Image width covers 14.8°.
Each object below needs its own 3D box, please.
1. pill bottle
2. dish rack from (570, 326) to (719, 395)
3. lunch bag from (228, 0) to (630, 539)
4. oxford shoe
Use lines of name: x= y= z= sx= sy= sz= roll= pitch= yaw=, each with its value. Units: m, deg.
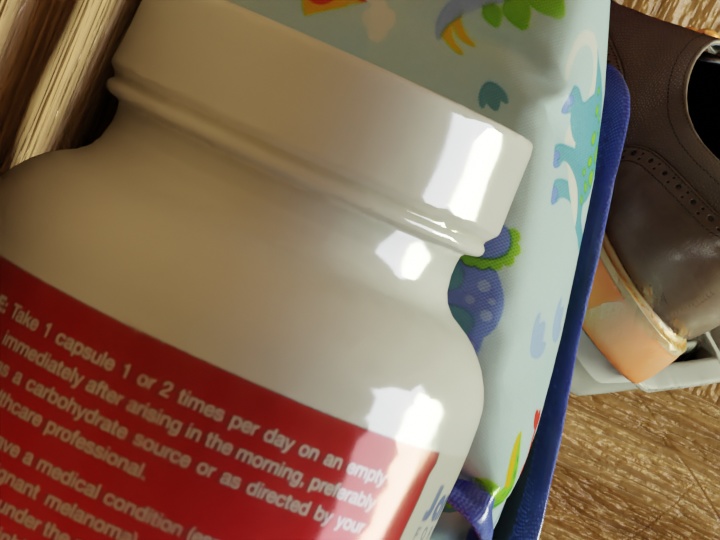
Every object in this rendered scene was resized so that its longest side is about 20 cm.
pill bottle: x=-0.044 y=0.048 z=0.563 sx=0.112 sy=0.112 sz=0.200 roll=-74 pitch=-171 yaw=-87
dish rack: x=0.067 y=-0.030 z=0.970 sx=0.043 sy=0.172 sz=0.200 roll=-26 pitch=171 yaw=17
lunch bag: x=0.000 y=0.000 z=0.753 sx=0.200 sy=0.127 sz=0.170 roll=103 pitch=1 yaw=-73
oxford shoe: x=0.087 y=-0.050 z=0.856 sx=0.073 sy=0.071 sz=0.200 roll=-33 pitch=-141 yaw=16
